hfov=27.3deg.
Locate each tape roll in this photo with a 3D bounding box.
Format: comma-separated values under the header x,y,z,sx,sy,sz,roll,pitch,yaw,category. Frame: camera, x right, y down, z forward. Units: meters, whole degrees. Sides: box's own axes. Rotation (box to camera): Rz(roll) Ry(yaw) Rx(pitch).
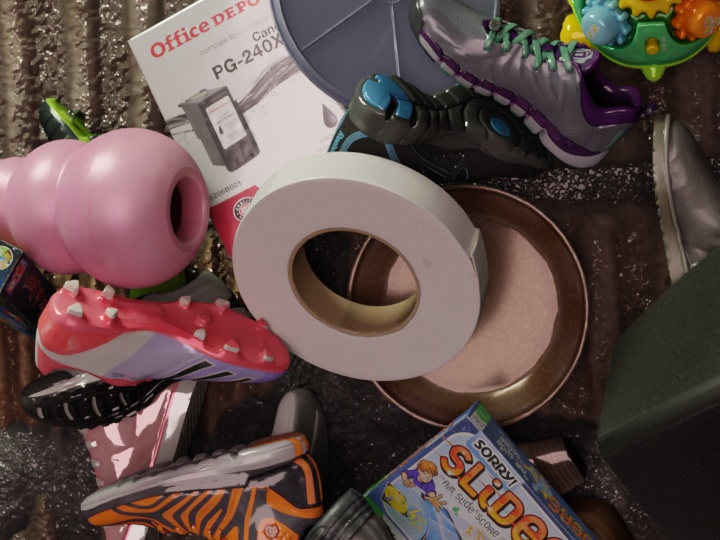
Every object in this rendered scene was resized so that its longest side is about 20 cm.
x,y,z,sx,sy,sz,roll,pitch,yaw,category
0.000,0.000,1.147,0.201,0.037,0.204,10,130,12,tape roll

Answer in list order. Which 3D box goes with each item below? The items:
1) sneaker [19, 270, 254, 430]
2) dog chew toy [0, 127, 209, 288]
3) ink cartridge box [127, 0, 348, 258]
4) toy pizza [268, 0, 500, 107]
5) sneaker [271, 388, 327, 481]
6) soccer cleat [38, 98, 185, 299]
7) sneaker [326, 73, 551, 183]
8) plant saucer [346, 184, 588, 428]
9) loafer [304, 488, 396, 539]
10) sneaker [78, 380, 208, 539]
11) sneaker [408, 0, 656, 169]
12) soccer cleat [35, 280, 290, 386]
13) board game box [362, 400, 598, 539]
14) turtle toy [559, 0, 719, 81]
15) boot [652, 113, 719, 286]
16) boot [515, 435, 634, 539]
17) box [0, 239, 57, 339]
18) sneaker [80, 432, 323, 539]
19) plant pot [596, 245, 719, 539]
x,y,z,sx,sy,sz,roll,pitch,yaw,category
-0.188,0.066,1.220,0.199,0.074,0.080,-25,63,-15,sneaker
-0.221,-0.050,1.176,0.198,0.124,0.126,2,96,25,dog chew toy
-0.081,-0.132,1.216,0.144,0.083,0.201,-26,90,13,ink cartridge box
0.018,-0.221,1.175,0.199,0.032,0.202,1,88,-21,toy pizza
-0.080,0.196,1.255,0.080,0.070,0.202,11,93,27,sneaker
-0.225,-0.053,1.262,0.081,0.068,0.201,-34,91,5,soccer cleat
0.062,-0.099,1.162,0.082,0.199,0.074,-53,43,35,sneaker
0.089,0.029,1.220,0.199,0.037,0.202,1,96,12,plant saucer
-0.008,0.239,1.183,0.072,0.200,0.073,41,72,12,loafer
-0.207,0.163,1.274,0.104,0.075,0.202,17,91,5,sneaker
0.134,-0.167,1.144,0.199,0.075,0.087,34,137,-16,sneaker
-0.154,0.061,1.155,0.199,0.067,0.077,12,126,-23,soccer cleat
0.108,0.220,1.173,0.200,0.034,0.135,48,117,1,board game box
0.220,-0.246,1.134,0.144,0.101,0.202,-3,95,12,turtle toy
0.333,-0.049,1.144,0.198,0.073,0.183,-10,107,19,boot
0.143,0.233,1.218,0.146,0.070,0.201,-31,87,19,boot
-0.320,0.000,1.221,0.136,0.200,0.038,25,76,8,box
-0.124,0.206,1.187,0.198,0.078,0.113,-14,92,14,sneaker
0.287,0.104,1.091,0.177,0.200,0.200,-27,114,31,plant pot
